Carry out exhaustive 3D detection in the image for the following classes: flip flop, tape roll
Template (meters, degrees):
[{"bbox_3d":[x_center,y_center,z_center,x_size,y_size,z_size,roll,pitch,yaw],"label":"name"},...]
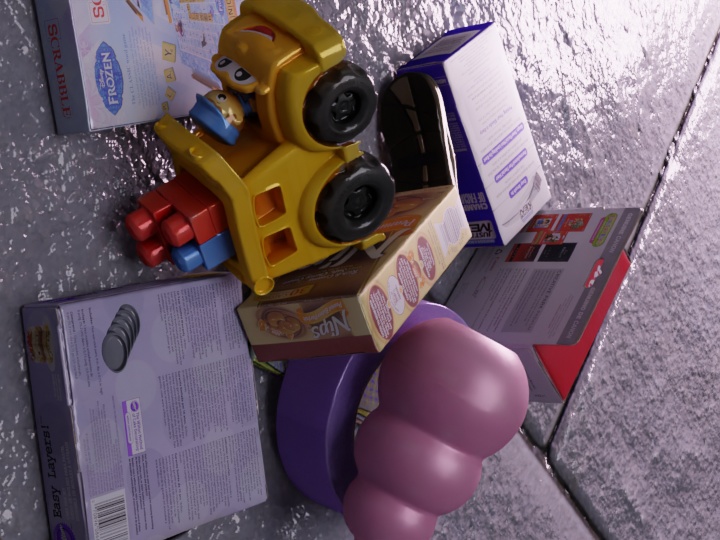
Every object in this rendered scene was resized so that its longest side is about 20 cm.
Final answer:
[{"bbox_3d":[0.060,-0.088,1.254,0.058,0.081,0.200,4,79,-65],"label":"flip flop"},{"bbox_3d":[0.021,0.120,1.162,0.200,0.066,0.200,-14,110,-42],"label":"tape roll"}]

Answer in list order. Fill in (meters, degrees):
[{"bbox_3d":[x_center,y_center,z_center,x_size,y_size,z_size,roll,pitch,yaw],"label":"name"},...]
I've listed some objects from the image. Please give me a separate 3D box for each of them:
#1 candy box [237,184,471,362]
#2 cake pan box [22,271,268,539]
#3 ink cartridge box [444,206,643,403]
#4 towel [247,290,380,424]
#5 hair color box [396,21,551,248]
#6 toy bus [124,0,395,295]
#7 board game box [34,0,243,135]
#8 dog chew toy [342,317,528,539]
[{"bbox_3d":[0.000,0.000,1.085,0.200,0.115,0.055,-47,123,-51],"label":"candy box"},{"bbox_3d":[-0.156,0.109,0.994,0.184,0.052,0.200,-14,99,-48],"label":"cake pan box"},{"bbox_3d":[0.187,0.032,1.313,0.084,0.176,0.200,58,49,-31],"label":"ink cartridge box"},{"bbox_3d":[-0.024,0.046,1.178,0.200,0.023,0.144,34,64,-44],"label":"towel"},{"bbox_3d":[0.116,-0.134,1.324,0.109,0.065,0.200,-42,118,-44],"label":"hair color box"},{"bbox_3d":[-0.091,-0.083,0.995,0.192,0.136,0.200,-29,134,-21],"label":"toy bus"},{"bbox_3d":[-0.160,-0.214,1.010,0.199,0.041,0.200,-17,102,-50],"label":"board game box"},{"bbox_3d":[0.053,0.142,1.074,0.125,0.125,0.200,29,88,-46],"label":"dog chew toy"}]
